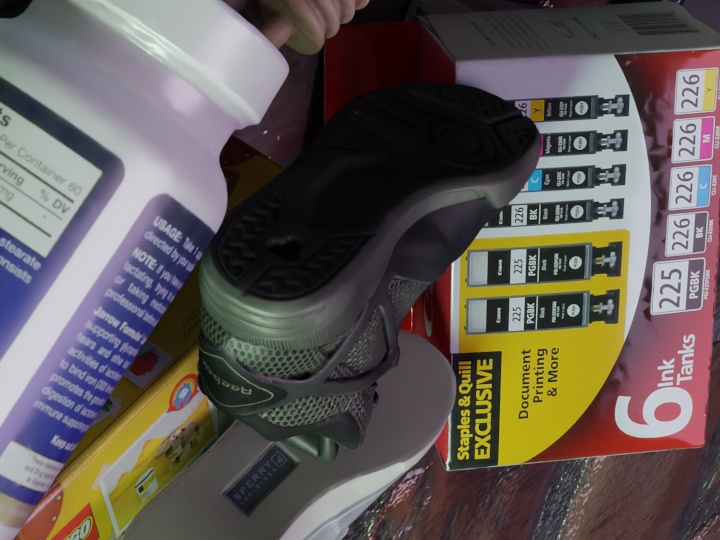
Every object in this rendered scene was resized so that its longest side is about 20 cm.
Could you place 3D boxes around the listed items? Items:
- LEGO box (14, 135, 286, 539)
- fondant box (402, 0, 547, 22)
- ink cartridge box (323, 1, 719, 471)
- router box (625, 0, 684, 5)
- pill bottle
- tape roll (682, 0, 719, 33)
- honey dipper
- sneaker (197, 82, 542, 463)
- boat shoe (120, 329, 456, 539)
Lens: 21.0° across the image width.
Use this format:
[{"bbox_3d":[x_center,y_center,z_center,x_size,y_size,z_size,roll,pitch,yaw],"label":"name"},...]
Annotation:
[{"bbox_3d":[-0.092,0.063,0.851,0.200,0.077,0.150,-45,152,-27],"label":"LEGO box"},{"bbox_3d":[0.047,-0.041,1.015,0.144,0.058,0.201,-6,124,-59],"label":"fondant box"},{"bbox_3d":[0.074,-0.015,0.910,0.174,0.084,0.202,-5,112,-10],"label":"ink cartridge box"},{"bbox_3d":[0.153,-0.225,0.887,0.150,0.051,0.200,-55,157,-8],"label":"router box"},{"bbox_3d":[-0.117,-0.014,0.677,0.201,0.115,0.116,-56,155,-5],"label":"pill bottle"},{"bbox_3d":[0.170,-0.094,1.094,0.200,0.066,0.202,24,90,-85],"label":"tape roll"},{"bbox_3d":[-0.067,-0.069,0.807,0.200,0.038,0.038,-46,152,-20],"label":"honey dipper"},{"bbox_3d":[0.000,0.000,0.787,0.199,0.076,0.115,-43,157,-44],"label":"sneaker"},{"bbox_3d":[-0.037,0.095,0.833,0.200,0.070,0.072,-38,165,-38],"label":"boat shoe"}]
